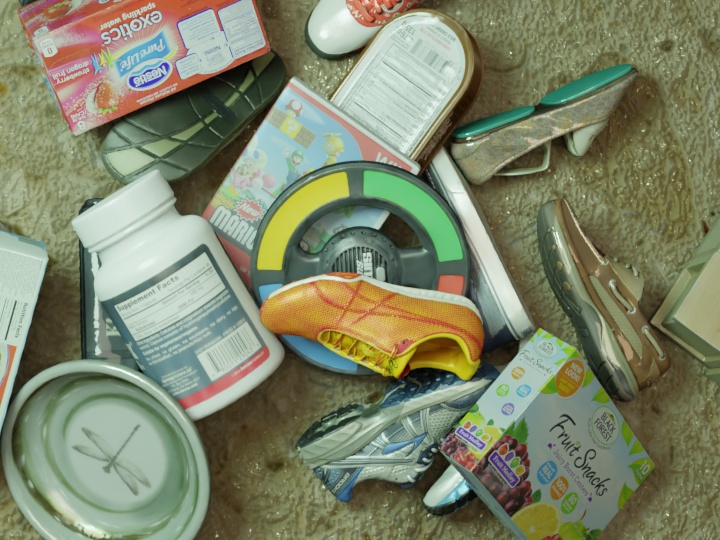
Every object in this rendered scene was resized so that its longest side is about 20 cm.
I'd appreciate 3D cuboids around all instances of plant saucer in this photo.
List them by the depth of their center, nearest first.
[{"bbox_3d":[-0.217,0.165,1.299,0.198,0.050,0.202,6,111,15],"label":"plant saucer"}]

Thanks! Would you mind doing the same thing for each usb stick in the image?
[{"bbox_3d":[-0.228,0.035,1.346,0.055,0.033,0.202,-2,84,-8],"label":"usb stick"}]

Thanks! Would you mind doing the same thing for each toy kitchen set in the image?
[{"bbox_3d":[0.415,0.034,1.370,0.199,0.163,0.181,36,80,-3],"label":"toy kitchen set"}]

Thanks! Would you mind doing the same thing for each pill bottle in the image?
[{"bbox_3d":[-0.164,0.020,1.296,0.119,0.120,0.201,-32,100,-10],"label":"pill bottle"}]

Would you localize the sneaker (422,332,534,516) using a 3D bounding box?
[{"bbox_3d":[0.116,0.139,1.372,0.087,0.075,0.200,40,77,11],"label":"sneaker"}]

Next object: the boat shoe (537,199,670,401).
[{"bbox_3d":[0.228,0.021,1.385,0.071,0.076,0.201,-26,97,-7],"label":"boat shoe"}]

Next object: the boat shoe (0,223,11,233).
[{"bbox_3d":[-0.407,-0.033,1.305,0.198,0.072,0.076,7,104,-28],"label":"boat shoe"}]

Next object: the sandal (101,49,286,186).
[{"bbox_3d":[-0.149,-0.136,1.368,0.200,0.057,0.080,-36,84,-25],"label":"sandal"}]

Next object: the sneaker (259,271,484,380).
[{"bbox_3d":[0.011,0.051,1.275,0.198,0.073,0.078,6,54,-2],"label":"sneaker"}]

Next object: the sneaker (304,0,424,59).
[{"bbox_3d":[0.037,-0.276,1.379,0.200,0.108,0.068,-32,89,-10],"label":"sneaker"}]

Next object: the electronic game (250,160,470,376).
[{"bbox_3d":[0.000,0.000,1.324,0.198,0.042,0.202,0,107,0],"label":"electronic game"}]

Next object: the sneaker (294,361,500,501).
[{"bbox_3d":[0.045,0.147,1.343,0.199,0.077,0.086,-25,103,13],"label":"sneaker"}]

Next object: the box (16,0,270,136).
[{"bbox_3d":[-0.195,-0.217,1.330,0.199,0.096,0.100,-25,123,-10],"label":"box"}]

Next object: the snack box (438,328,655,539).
[{"bbox_3d":[0.172,0.167,1.322,0.142,0.053,0.200,-49,132,-11],"label":"snack box"}]

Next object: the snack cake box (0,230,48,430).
[{"bbox_3d":[-0.350,0.062,1.272,0.114,0.067,0.202,15,100,-18],"label":"snack cake box"}]

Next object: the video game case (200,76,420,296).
[{"bbox_3d":[-0.058,-0.053,1.347,0.142,0.017,0.201,34,104,-3],"label":"video game case"}]

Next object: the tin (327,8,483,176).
[{"bbox_3d":[0.030,-0.151,1.369,0.112,0.042,0.201,38,94,23],"label":"tin"}]

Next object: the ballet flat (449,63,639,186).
[{"bbox_3d":[0.181,-0.135,1.414,0.198,0.068,0.068,-22,106,-4],"label":"ballet flat"}]

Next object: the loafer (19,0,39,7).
[{"bbox_3d":[-0.229,-0.298,1.372,0.200,0.068,0.071,-30,54,-4],"label":"loafer"}]

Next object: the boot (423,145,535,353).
[{"bbox_3d":[0.081,-0.015,1.379,0.090,0.073,0.201,-27,75,10],"label":"boot"}]
